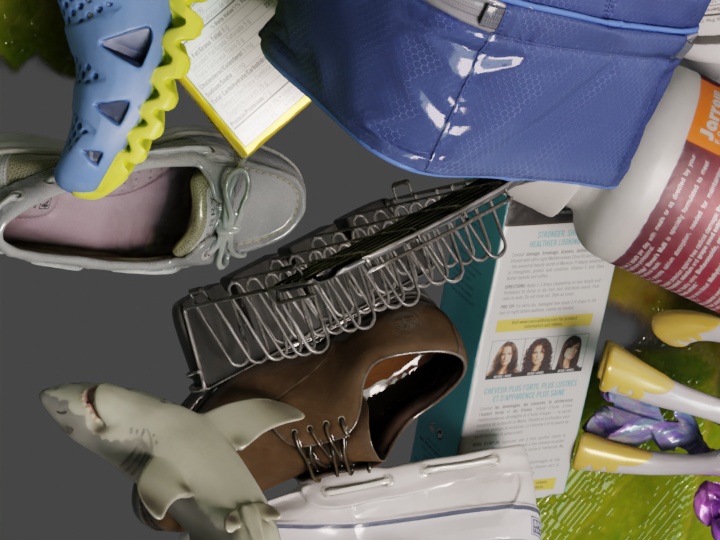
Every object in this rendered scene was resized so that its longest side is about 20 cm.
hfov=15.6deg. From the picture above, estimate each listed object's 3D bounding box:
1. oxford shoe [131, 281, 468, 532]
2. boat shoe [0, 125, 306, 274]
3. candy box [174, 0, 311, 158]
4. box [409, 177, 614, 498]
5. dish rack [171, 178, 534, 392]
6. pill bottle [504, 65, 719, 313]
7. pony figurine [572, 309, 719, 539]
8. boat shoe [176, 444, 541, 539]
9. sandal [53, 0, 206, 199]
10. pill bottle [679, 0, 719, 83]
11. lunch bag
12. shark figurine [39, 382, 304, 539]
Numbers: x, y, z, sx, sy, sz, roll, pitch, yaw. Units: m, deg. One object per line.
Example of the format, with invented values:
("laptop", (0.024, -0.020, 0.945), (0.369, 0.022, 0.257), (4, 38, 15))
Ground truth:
("oxford shoe", (-0.031, 0.081, 1.394), (0.200, 0.084, 0.073), (-35, 133, -8))
("boat shoe", (-0.108, -0.029, 1.295), (0.202, 0.065, 0.075), (3, 114, -37))
("candy box", (-0.016, -0.158, 1.289), (0.200, 0.026, 0.102), (-41, 104, -6))
("box", (0.088, 0.032, 1.462), (0.082, 0.049, 0.200), (-4, 117, -30))
("dish rack", (0.000, 0.000, 1.298), (0.153, 0.200, 0.055), (-29, 97, -26))
("pill bottle", (0.180, -0.040, 1.363), (0.200, 0.110, 0.110), (25, 102, -7))
("pony figurine", (0.226, 0.098, 1.473), (0.200, 0.167, 0.193), (14, 149, 3))
("boat shoe", (-0.003, 0.130, 1.435), (0.200, 0.065, 0.074), (-4, 162, -2))
("sandal", (-0.111, -0.132, 1.220), (0.087, 0.079, 0.200), (17, 87, -10))
("pill bottle", (0.190, -0.181, 1.367), (0.116, 0.116, 0.200), (-34, 129, -12))
("lunch bag", (0.070, -0.128, 1.224), (0.200, 0.136, 0.132), (1, 123, -45))
("shark figurine", (-0.076, 0.145, 1.324), (0.128, 0.215, 0.090), (-5, 136, -24))
